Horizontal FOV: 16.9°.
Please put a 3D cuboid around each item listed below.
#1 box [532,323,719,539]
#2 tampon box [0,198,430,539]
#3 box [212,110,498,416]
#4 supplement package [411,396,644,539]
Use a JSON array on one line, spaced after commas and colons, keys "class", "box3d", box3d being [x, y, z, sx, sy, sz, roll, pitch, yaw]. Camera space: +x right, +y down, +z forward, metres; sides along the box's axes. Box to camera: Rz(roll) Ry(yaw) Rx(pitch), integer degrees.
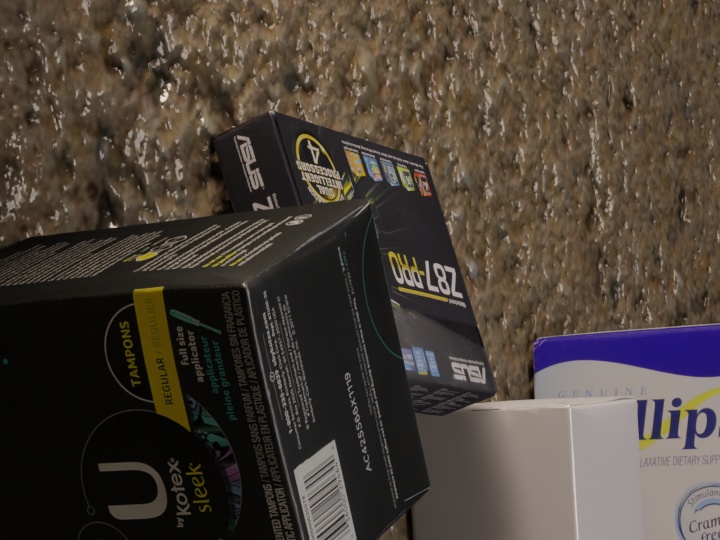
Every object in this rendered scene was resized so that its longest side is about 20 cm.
[{"class": "box", "box3d": [0.225, 0.142, 1.737, 0.105, 0.183, 0.201, 7, 79, -60]}, {"class": "tampon box", "box3d": [-0.093, 0.063, 1.129, 0.126, 0.199, 0.151, -35, 115, -58]}, {"class": "box", "box3d": [0.000, 0.000, 1.434, 0.200, 0.049, 0.162, 14, 57, -61]}, {"class": "supplement package", "box3d": [0.112, 0.186, 1.582, 0.120, 0.121, 0.201, 0, 87, -61]}]
